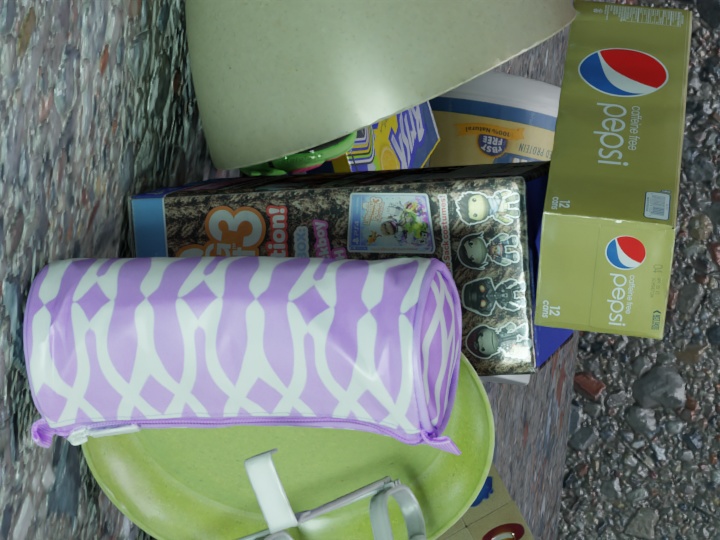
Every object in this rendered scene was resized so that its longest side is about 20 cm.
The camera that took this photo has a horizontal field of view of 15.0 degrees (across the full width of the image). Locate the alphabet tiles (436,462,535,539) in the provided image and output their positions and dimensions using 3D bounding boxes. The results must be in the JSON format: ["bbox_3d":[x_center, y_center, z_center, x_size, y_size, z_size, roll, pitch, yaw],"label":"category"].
[{"bbox_3d":[0.004,0.140,1.563,0.200,0.166,0.006,62,-20,1],"label":"alphabet tiles"}]

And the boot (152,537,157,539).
[{"bbox_3d":[-0.063,0.089,1.521,0.076,0.073,0.200,85,26,-56],"label":"boot"}]

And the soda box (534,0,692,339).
[{"bbox_3d":[0.126,-0.054,1.349,0.200,0.064,0.068,-76,170,-53],"label":"soda box"}]

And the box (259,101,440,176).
[{"bbox_3d":[-0.008,-0.073,1.654,0.200,0.064,0.070,-59,134,-66],"label":"box"}]

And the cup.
[{"bbox_3d":[-0.010,-0.155,1.376,0.144,0.200,0.200,67,18,-10],"label":"cup"}]

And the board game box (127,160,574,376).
[{"bbox_3d":[0.000,0.000,1.396,0.159,0.199,0.097,-23,110,-77],"label":"board game box"}]

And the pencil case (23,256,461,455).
[{"bbox_3d":[-0.053,0.036,1.199,0.084,0.199,0.086,50,42,-62],"label":"pencil case"}]

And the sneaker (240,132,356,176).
[{"bbox_3d":[-0.035,-0.126,1.542,0.200,0.076,0.084,-75,150,-47],"label":"sneaker"}]

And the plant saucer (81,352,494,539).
[{"bbox_3d":[-0.035,0.069,1.314,0.031,0.199,0.201,-86,176,-49],"label":"plant saucer"}]

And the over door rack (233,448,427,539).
[{"bbox_3d":[-0.063,0.141,1.247,0.200,0.147,0.067,22,47,-69],"label":"over door rack"}]

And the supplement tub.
[{"bbox_3d":[0.069,-0.030,1.877,0.145,0.144,0.201,28,70,-79],"label":"supplement tub"}]
